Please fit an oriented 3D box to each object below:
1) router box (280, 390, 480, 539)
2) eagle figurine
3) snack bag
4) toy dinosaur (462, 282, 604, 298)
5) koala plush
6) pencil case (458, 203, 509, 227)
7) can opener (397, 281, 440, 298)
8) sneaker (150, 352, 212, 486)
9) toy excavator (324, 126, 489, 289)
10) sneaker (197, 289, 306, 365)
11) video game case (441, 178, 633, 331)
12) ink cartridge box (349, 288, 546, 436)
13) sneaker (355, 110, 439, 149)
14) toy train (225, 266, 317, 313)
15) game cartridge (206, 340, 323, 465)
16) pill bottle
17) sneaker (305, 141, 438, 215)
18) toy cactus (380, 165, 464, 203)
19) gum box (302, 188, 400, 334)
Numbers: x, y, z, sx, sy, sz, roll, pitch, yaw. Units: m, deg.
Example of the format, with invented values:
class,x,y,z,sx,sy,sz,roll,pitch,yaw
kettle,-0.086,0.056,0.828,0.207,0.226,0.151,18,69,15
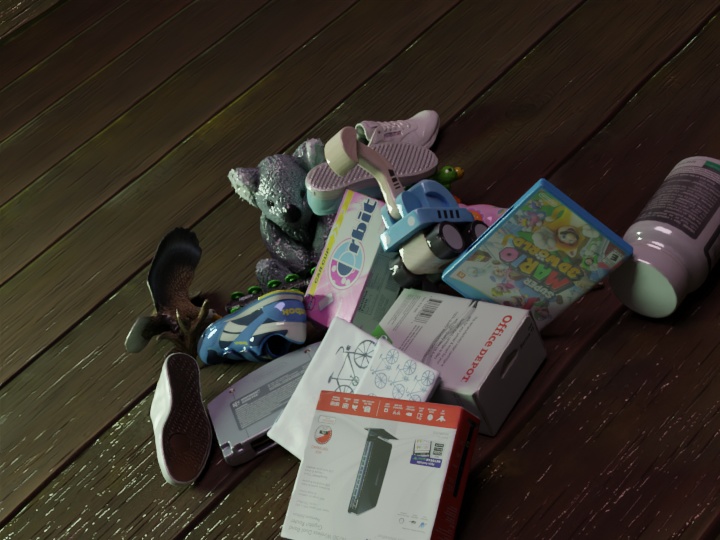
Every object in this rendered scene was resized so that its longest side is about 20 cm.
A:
class,x,y,z,sx,sy,sz,roll,pitch,yaw
router box,0.023,0.236,1.346,0.199,0.049,0.180,2,68,35
eagle figurine,-0.278,0.052,1.791,0.152,0.151,0.200,-37,44,8
snack bag,-0.013,0.165,1.456,0.200,0.021,0.189,30,92,42
toy dinosaur,0.210,0.024,1.557,0.199,0.048,0.088,-5,6,26
koala plush,-0.103,-0.095,1.801,0.177,0.200,0.184,-21,34,7
pencil case,0.210,-0.045,1.640,0.199,0.088,0.088,7,45,38
can opener,0.076,0.016,1.686,0.067,0.054,0.200,8,35,-8
sneaker,-0.247,0.216,1.616,0.072,0.085,0.201,12,46,-20
toy excavator,0.056,-0.086,1.537,0.100,0.194,0.201,-38,66,38
sneaker,-0.154,0.098,1.675,0.200,0.074,0.083,-30,68,34
video game case,0.212,-0.008,1.451,0.200,0.143,0.018,-46,14,40
ink cartridge box,0.110,0.111,1.487,0.199,0.083,0.147,10,50,41
sneaker,0.050,-0.216,1.956,0.200,0.100,0.075,-38,34,-20
toy train,-0.102,0.036,1.753,0.199,0.056,0.042,-18,50,11
game cartridge,-0.104,0.171,1.594,0.199,0.041,0.133,-27,37,-2
pill bottle,0.397,-0.042,1.482,0.113,0.113,0.200,11,47,42
sneaker,0.014,-0.129,1.727,0.199,0.082,0.074,-12,56,-12
toy cactus,0.062,-0.106,1.798,0.200,0.103,0.165,3,37,49
gum box,0.000,0.000,1.647,0.113,0.066,0.201,24,94,50
